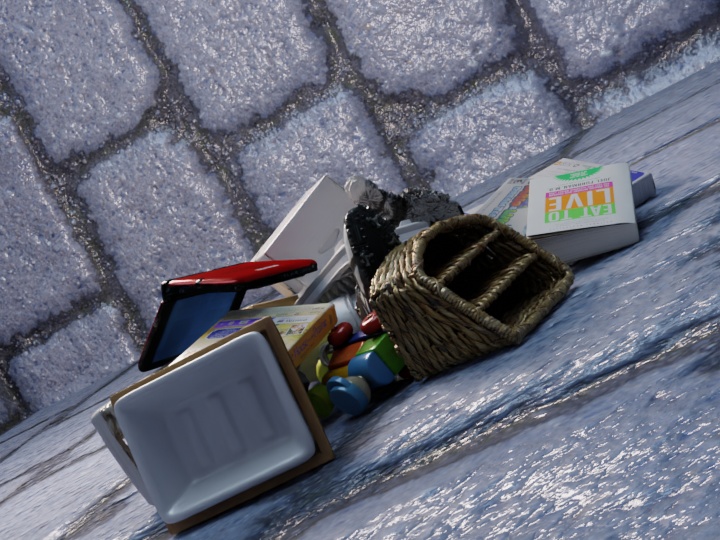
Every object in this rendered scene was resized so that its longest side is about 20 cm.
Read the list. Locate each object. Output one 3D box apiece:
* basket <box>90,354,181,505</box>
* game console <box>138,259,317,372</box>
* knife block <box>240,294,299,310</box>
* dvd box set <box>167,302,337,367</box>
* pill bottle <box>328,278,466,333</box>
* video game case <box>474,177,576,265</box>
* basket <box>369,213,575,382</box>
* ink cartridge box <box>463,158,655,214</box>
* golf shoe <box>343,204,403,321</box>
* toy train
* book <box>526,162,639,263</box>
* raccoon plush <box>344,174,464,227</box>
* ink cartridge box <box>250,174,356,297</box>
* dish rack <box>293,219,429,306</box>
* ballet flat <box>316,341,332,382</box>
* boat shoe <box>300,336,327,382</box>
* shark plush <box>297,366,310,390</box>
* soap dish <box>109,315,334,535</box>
[{"bbox_3d":[-0.199,0.167,1.574,0.123,0.136,0.200,-35,1,30],"label":"basket"},{"bbox_3d":[-0.166,0.056,1.670,0.172,0.119,0.200,-2,7,28],"label":"game console"},{"bbox_3d":[-0.077,0.057,1.932,0.064,0.200,0.176,-24,36,47],"label":"knife block"},{"bbox_3d":[-0.129,0.093,1.488,0.146,0.029,0.200,-6,20,24],"label":"dvd box set"},{"bbox_3d":[0.066,0.034,1.639,0.200,0.120,0.120,-28,5,5],"label":"pill bottle"},{"bbox_3d":[0.238,-0.069,1.741,0.182,0.024,0.200,6,32,33],"label":"video game case"},{"bbox_3d":[0.123,0.008,1.450,0.149,0.143,0.200,-26,6,36],"label":"basket"},{"bbox_3d":[0.281,-0.093,1.861,0.200,0.047,0.198,-32,26,-22],"label":"ink cartridge box"},{"bbox_3d":[0.018,0.022,1.530,0.078,0.200,0.094,-32,11,-38],"label":"golf shoe"},{"bbox_3d":[-0.027,0.126,1.517,0.200,0.085,0.116,-22,21,53],"label":"toy train"},{"bbox_3d":[0.281,-0.075,1.652,0.134,0.048,0.200,-11,23,13],"label":"book"},{"bbox_3d":[0.065,-0.091,1.814,0.097,0.200,0.134,-49,16,2],"label":"raccoon plush"},{"bbox_3d":[-0.076,-0.045,1.872,0.146,0.086,0.200,-52,5,-11],"label":"ink cartridge box"},{"bbox_3d":[0.000,0.000,1.718,0.172,0.044,0.200,-18,-21,-37],"label":"dish rack"},{"bbox_3d":[-0.024,0.107,1.770,0.067,0.067,0.200,-57,-2,15],"label":"ballet flat"},{"bbox_3d":[-0.062,0.108,1.841,0.063,0.074,0.201,-19,9,44],"label":"boat shoe"},{"bbox_3d":[-0.109,0.115,1.529,0.200,0.083,0.091,-85,20,-58],"label":"shark plush"},{"bbox_3d":[-0.138,0.158,1.339,0.200,0.157,0.081,-27,-6,15],"label":"soap dish"}]
